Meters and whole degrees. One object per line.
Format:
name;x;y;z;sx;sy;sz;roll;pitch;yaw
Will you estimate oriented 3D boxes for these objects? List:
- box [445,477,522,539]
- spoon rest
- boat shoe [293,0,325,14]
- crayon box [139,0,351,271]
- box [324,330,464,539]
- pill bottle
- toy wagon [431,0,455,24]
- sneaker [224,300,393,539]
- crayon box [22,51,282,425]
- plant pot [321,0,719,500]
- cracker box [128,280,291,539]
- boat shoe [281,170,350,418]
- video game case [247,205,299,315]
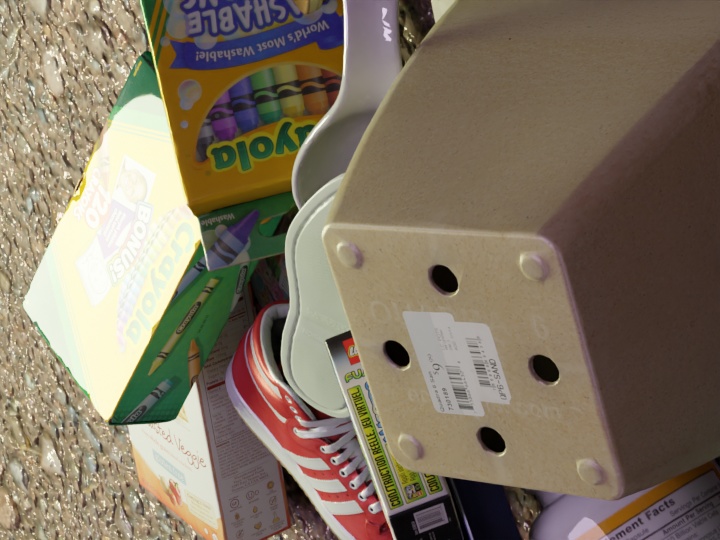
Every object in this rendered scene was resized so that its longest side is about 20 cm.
box;0.055;0.104;1.159;0.200;0.032;0.122;-118;8;-82
spoon rest;0.009;-0.083;1.097;0.098;0.061;0.201;-1;131;5
boat shoe;-0.009;-0.209;1.085;0.201;0.071;0.073;97;149;-57
crayon box;-0.052;-0.113;1.191;0.052;0.124;0.202;83;174;-84
box;0.029;0.125;1.142;0.201;0.034;0.111;73;177;-56
pill bottle;0.158;0.158;1.107;0.201;0.112;0.113;59;143;11
toy wagon;0.092;-0.126;1.077;0.200;0.039;0.155;49;140;9
sneaker;-0.001;0.102;1.281;0.200;0.071;0.113;43;153;10
crayon box;-0.126;-0.018;1.304;0.119;0.058;0.201;48;121;34
plant pot;0.098;-0.002;0.992;0.199;0.177;0.201;4;122;39
cracker box;-0.116;0.076;1.439;0.134;0.057;0.202;28;132;53
boat shoe;0.000;0.000;1.129;0.075;0.060;0.201;33;145;7
video game case;-0.048;-0.049;1.309;0.183;0.022;0.200;63;152;12
